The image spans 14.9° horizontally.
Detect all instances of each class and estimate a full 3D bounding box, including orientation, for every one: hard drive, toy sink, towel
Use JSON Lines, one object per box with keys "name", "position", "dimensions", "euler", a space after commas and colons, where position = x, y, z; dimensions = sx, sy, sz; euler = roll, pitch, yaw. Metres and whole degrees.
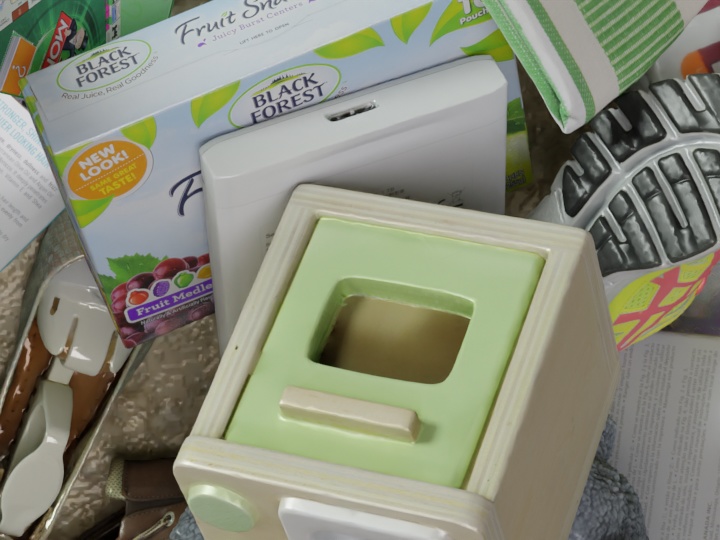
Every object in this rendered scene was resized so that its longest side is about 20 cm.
{"name": "hard drive", "position": [0.000, 0.000, 1.203], "dimensions": [0.132, 0.027, 0.200], "euler": [-19, 142, -13]}
{"name": "toy sink", "position": [0.010, 0.079, 1.087], "dimensions": [0.130, 0.200, 0.112], "euler": [10, 148, 21]}
{"name": "towel", "position": [0.109, -0.174, 1.152], "dimensions": [0.200, 0.023, 0.153], "euler": [-50, 119, -30]}

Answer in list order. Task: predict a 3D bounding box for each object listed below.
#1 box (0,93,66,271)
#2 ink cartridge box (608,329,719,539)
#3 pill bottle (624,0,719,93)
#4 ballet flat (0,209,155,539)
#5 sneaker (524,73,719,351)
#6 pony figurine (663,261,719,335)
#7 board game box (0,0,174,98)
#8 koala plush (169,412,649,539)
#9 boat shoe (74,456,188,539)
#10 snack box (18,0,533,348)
{"name": "box", "position": [-0.200, -0.025, 1.232], "dimensions": [0.200, 0.049, 0.082], "euler": [-43, 111, 8]}
{"name": "ink cartridge box", "position": [0.119, 0.106, 1.259], "dimensions": [0.050, 0.200, 0.163], "euler": [11, 87, -41]}
{"name": "pill bottle", "position": [0.221, -0.111, 1.240], "dimensions": [0.200, 0.114, 0.114], "euler": [-22, 114, -1]}
{"name": "ballet flat", "position": [-0.133, 0.051, 1.268], "dimensions": [0.067, 0.062, 0.200], "euler": [17, 107, -17]}
{"name": "sneaker", "position": [0.126, -0.019, 1.187], "dimensions": [0.090, 0.078, 0.200], "euler": [4, 147, -48]}
{"name": "pony figurine", "position": [0.243, 0.027, 1.278], "dimensions": [0.166, 0.200, 0.193], "euler": [29, 119, -26]}
{"name": "board game box", "position": [-0.134, -0.173, 1.163], "dimensions": [0.134, 0.029, 0.201], "euler": [13, 93, -22]}
{"name": "koala plush", "position": [0.046, 0.147, 1.192], "dimensions": [0.200, 0.178, 0.184], "euler": [-41, 119, 16]}
{"name": "boat shoe", "position": [-0.091, 0.117, 1.298], "dimensions": [0.202, 0.075, 0.075], "euler": [-41, 100, 2]}
{"name": "snack box", "position": [-0.031, -0.060, 1.179], "dimensions": [0.200, 0.053, 0.142], "euler": [-23, 142, -6]}
